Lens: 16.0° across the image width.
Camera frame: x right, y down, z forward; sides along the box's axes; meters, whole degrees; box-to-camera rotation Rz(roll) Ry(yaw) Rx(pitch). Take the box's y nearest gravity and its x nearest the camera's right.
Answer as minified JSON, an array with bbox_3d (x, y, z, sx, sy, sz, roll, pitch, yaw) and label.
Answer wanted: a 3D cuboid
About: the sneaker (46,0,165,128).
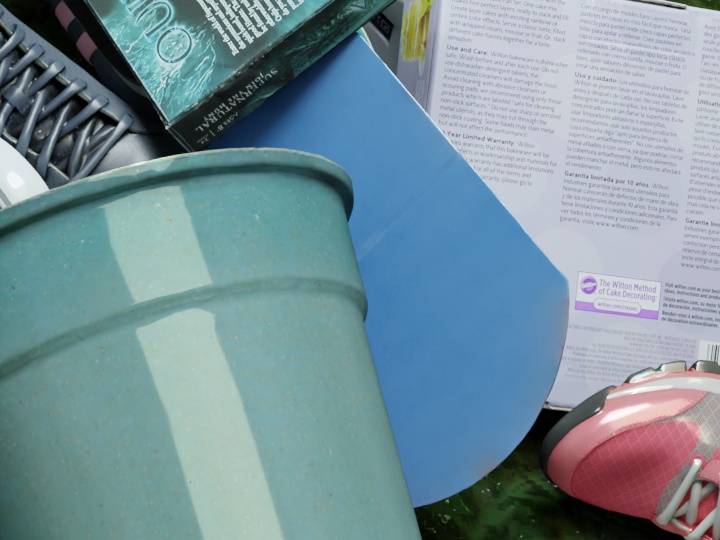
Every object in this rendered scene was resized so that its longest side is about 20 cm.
[{"bbox_3d":[-0.105,-0.116,1.153,0.070,0.082,0.200,-25,47,-4],"label":"sneaker"}]

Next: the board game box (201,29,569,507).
[{"bbox_3d":[0.000,0.000,1.062,0.200,0.158,0.039,50,30,11],"label":"board game box"}]

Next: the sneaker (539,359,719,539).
[{"bbox_3d":[0.175,0.099,1.095,0.200,0.074,0.087,11,40,-18],"label":"sneaker"}]

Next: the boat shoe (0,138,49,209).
[{"bbox_3d":[-0.198,-0.027,0.995,0.200,0.069,0.057,14,43,39],"label":"boat shoe"}]

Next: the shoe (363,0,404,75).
[{"bbox_3d":[0.049,-0.124,1.212,0.091,0.071,0.200,-30,68,-31],"label":"shoe"}]

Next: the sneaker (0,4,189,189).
[{"bbox_3d":[-0.146,-0.075,1.016,0.202,0.146,0.077,30,72,20],"label":"sneaker"}]

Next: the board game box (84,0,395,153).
[{"bbox_3d":[-0.065,-0.157,1.064,0.135,0.028,0.200,-37,56,5],"label":"board game box"}]

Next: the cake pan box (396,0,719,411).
[{"bbox_3d":[0.108,-0.028,1.132,0.200,0.052,0.184,6,89,-19],"label":"cake pan box"}]

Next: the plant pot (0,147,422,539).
[{"bbox_3d":[-0.064,0.086,0.951,0.200,0.200,0.196,-11,71,-30],"label":"plant pot"}]

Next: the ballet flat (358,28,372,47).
[{"bbox_3d":[-0.037,-0.109,1.170,0.069,0.069,0.200,-5,65,-27],"label":"ballet flat"}]
